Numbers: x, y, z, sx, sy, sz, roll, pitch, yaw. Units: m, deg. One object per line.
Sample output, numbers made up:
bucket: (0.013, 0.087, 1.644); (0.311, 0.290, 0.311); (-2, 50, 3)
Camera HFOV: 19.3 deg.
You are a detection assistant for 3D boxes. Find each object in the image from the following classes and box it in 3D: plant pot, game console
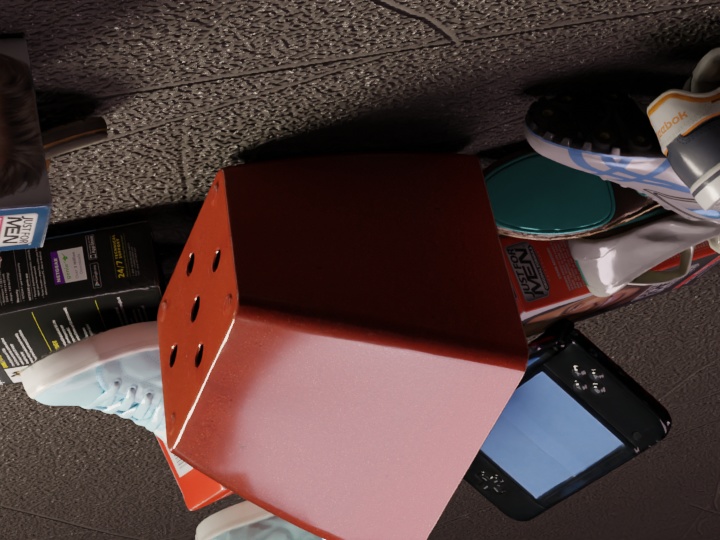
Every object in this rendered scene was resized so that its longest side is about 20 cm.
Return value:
plant pot: (-0.026, 0.042, 1.354); (0.175, 0.201, 0.201); (12, 129, -19)
game console: (0.098, 0.132, 1.564); (0.172, 0.119, 0.200); (41, 138, -9)

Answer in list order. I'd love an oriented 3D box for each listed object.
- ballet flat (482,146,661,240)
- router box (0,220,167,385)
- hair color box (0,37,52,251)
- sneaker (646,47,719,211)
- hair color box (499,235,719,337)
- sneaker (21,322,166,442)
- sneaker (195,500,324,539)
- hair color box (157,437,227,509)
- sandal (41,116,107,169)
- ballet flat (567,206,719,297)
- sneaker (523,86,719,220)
ballet flat: (0.172, -0.065, 1.438); (0.198, 0.068, 0.072); (-17, -178, 4)
router box: (-0.208, 0.027, 1.478); (0.148, 0.052, 0.200); (-10, 165, -4)
hair color box: (-0.265, -0.058, 1.087); (0.198, 0.101, 0.061); (-6, 159, -18)
sneaker: (0.257, -0.114, 1.309); (0.199, 0.080, 0.078); (-30, 169, -39)
hair color box: (0.173, -0.006, 1.551); (0.198, 0.062, 0.102); (-16, 166, -23)
sneaker: (-0.132, 0.083, 1.445); (0.198, 0.083, 0.074); (-6, 161, -33)
sneaker: (-0.027, 0.197, 1.556); (0.199, 0.083, 0.074); (-26, 147, 22)
hair color box: (-0.059, 0.093, 1.591); (0.199, 0.102, 0.061); (-20, 171, -37)
sandal: (-0.221, -0.030, 1.176); (0.081, 0.055, 0.200); (-7, -157, 47)
ballet flat: (0.235, -0.033, 1.495); (0.198, 0.070, 0.069); (-20, 166, -19)
sneaker: (0.194, -0.066, 1.348); (0.198, 0.072, 0.073); (10, 128, -17)
